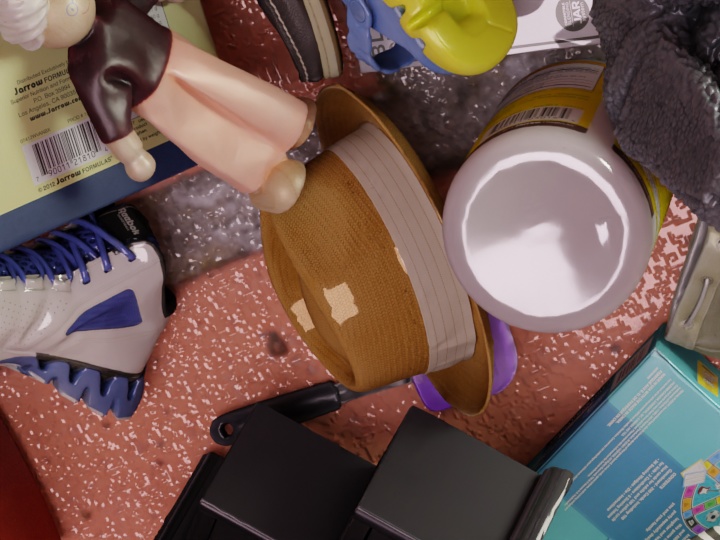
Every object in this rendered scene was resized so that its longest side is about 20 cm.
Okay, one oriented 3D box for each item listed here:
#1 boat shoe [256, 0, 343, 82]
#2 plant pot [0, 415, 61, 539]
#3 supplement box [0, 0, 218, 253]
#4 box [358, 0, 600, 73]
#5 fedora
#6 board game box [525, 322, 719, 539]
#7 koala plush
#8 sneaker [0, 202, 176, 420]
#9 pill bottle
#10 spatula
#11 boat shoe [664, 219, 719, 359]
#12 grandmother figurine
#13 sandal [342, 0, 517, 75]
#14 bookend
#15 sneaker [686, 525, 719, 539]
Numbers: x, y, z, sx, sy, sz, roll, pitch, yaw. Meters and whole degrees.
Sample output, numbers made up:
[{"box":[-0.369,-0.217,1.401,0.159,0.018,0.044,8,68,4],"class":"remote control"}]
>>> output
[{"box":[-0.069,-0.187,1.479,0.065,0.073,0.201,-24,106,0],"class":"boat shoe"},{"box":[-0.323,0.122,1.651,0.199,0.200,0.177,-13,95,18],"class":"plant pot"},{"box":[-0.202,-0.129,1.501,0.134,0.199,0.201,5,116,56],"class":"supplement box"},{"box":[0.090,-0.179,1.504,0.199,0.060,0.117,-5,107,16],"class":"box"},{"box":[0.000,0.000,1.519,0.081,0.200,0.202,-25,104,-14],"class":"fedora"},{"box":[0.199,0.153,1.601,0.200,0.047,0.151,41,114,-3],"class":"board game box"},{"box":[0.237,-0.106,1.397,0.199,0.184,0.178,13,103,-31],"class":"koala plush"},{"box":[-0.181,0.004,1.599,0.115,0.199,0.081,-57,45,10],"class":"sneaker"},{"box":[0.112,-0.048,1.468,0.109,0.200,0.110,4,109,12],"class":"pill bottle"},{"box":[-0.001,0.070,1.635,0.199,0.021,0.057,-19,91,22],"class":"spatula"},{"box":[0.212,-0.037,1.517,0.062,0.072,0.201,9,113,1],"class":"boat shoe"},{"box":[-0.111,-0.109,1.447,0.200,0.122,0.060,30,137,-34],"class":"grandmother figurine"},{"box":[-0.002,-0.180,1.457,0.201,0.079,0.087,61,146,1],"class":"sandal"},{"box":[-0.007,0.147,1.574,0.198,0.092,0.200,29,147,2],"class":"bookend"},{"box":[0.195,0.221,1.560,0.115,0.076,0.201,-25,141,-19],"class":"sneaker"}]
